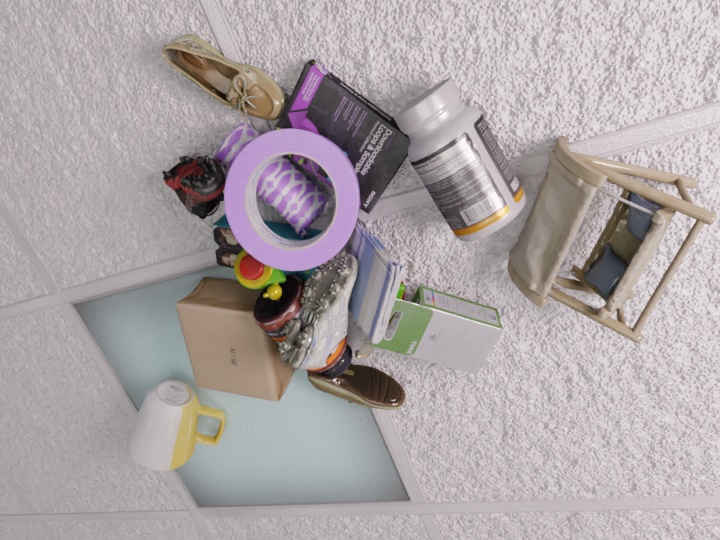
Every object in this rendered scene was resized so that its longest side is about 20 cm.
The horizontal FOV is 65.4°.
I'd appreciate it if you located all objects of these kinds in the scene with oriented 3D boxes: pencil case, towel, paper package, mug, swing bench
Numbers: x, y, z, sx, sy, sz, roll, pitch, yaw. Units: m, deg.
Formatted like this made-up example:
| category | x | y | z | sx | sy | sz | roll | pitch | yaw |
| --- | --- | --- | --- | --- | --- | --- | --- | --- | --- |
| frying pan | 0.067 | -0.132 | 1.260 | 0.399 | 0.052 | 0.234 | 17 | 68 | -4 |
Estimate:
| category | x | y | z | sx | sy | sz | roll | pitch | yaw |
| --- | --- | --- | --- | --- | --- | --- | --- | --- | --- |
| pencil case | -0.141 | -0.145 | 0.906 | 0.200 | 0.084 | 0.085 | 44 | 144 | -6 |
| towel | 0.000 | 0.000 | 0.893 | 0.023 | 0.201 | 0.149 | -5 | 127 | -29 |
| paper package | -0.235 | 0.131 | 1.076 | 0.186 | 0.104 | 0.204 | 5 | 120 | 17 |
| mug | -0.411 | 0.325 | 1.247 | 0.149 | 0.184 | 0.155 | 40 | 120 | 34 |
| swing bench | 0.322 | -0.044 | 0.764 | 0.196 | 0.130 | 0.202 | 19 | 123 | 9 |

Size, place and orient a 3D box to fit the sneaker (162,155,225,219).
| category | x | y | z | sx | sy | sz | roll | pitch | yaw |
| --- | --- | --- | --- | --- | --- | --- | --- | --- | --- |
| sneaker | -0.256 | -0.133 | 0.921 | 0.199 | 0.071 | 0.099 | 18 | 146 | 55 |

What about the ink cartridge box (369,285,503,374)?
| category | x | y | z | sx | sy | sz | roll | pitch | yaw |
| --- | --- | --- | --- | --- | --- | --- | --- | --- | --- |
| ink cartridge box | 0.121 | 0.092 | 0.920 | 0.196 | 0.060 | 0.105 | 16 | 122 | -10 |

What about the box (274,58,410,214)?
| category | x | y | z | sx | sy | sz | roll | pitch | yaw |
| --- | --- | --- | --- | --- | --- | --- | --- | --- | --- |
| box | -0.028 | -0.200 | 0.859 | 0.198 | 0.036 | 0.144 | 34 | 123 | -2 |

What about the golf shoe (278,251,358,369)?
| category | x | y | z | sx | sy | sz | roll | pitch | yaw |
| --- | --- | --- | --- | --- | --- | --- | --- | --- | --- |
| golf shoe | -0.051 | 0.067 | 0.899 | 0.078 | 0.096 | 0.202 | 37 | 99 | 43 |

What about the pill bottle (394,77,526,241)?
| category | x | y | z | sx | sy | sz | roll | pitch | yaw |
| --- | --- | --- | --- | --- | --- | --- | --- | --- | --- |
| pill bottle | 0.136 | -0.152 | 0.779 | 0.115 | 0.117 | 0.202 | -26 | 106 | 29 |

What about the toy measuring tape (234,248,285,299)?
| category | x | y | z | sx | sy | sz | roll | pitch | yaw |
| --- | --- | --- | --- | --- | --- | --- | --- | --- | --- |
| toy measuring tape | -0.191 | -0.038 | 0.926 | 0.073 | 0.073 | 0.202 | -32 | 84 | 31 |

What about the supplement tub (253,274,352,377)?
| category | x | y | z | sx | sy | sz | roll | pitch | yaw |
| --- | --- | --- | --- | --- | --- | --- | --- | --- | --- |
| supplement tub | -0.092 | 0.107 | 0.990 | 0.105 | 0.108 | 0.201 | -18 | 132 | 27 |

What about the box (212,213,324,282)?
| category | x | y | z | sx | sy | sz | roll | pitch | yaw |
| --- | --- | --- | --- | --- | --- | --- | --- | --- | --- |
| box | -0.159 | -0.039 | 0.986 | 0.196 | 0.049 | 0.084 | 10 | 120 | 14 |

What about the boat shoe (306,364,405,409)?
| category | x | y | z | sx | sy | sz | roll | pitch | yaw |
| --- | --- | --- | --- | --- | --- | --- | --- | --- | --- |
| boat shoe | -0.008 | 0.224 | 1.075 | 0.197 | 0.072 | 0.077 | 19 | 137 | 18 |

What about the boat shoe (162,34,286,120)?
| category | x | y | z | sx | sy | sz | roll | pitch | yaw |
| --- | --- | --- | --- | --- | --- | --- | --- | --- | --- |
| boat shoe | -0.208 | -0.288 | 0.858 | 0.197 | 0.063 | 0.074 | 29 | 123 | 2 |

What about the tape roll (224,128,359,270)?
| category | x | y | z | sx | sy | sz | roll | pitch | yaw |
| --- | --- | --- | --- | --- | --- | --- | --- | --- | --- |
| tape roll | -0.099 | -0.106 | 0.835 | 0.195 | 0.066 | 0.205 | 0 | 102 | 2 |

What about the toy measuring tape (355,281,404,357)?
| category | x | y | z | sx | sy | sz | roll | pitch | yaw |
| --- | --- | --- | --- | --- | --- | --- | --- | --- | --- |
| toy measuring tape | 0.026 | 0.062 | 0.961 | 0.073 | 0.074 | 0.202 | 26 | 128 | 4 |
